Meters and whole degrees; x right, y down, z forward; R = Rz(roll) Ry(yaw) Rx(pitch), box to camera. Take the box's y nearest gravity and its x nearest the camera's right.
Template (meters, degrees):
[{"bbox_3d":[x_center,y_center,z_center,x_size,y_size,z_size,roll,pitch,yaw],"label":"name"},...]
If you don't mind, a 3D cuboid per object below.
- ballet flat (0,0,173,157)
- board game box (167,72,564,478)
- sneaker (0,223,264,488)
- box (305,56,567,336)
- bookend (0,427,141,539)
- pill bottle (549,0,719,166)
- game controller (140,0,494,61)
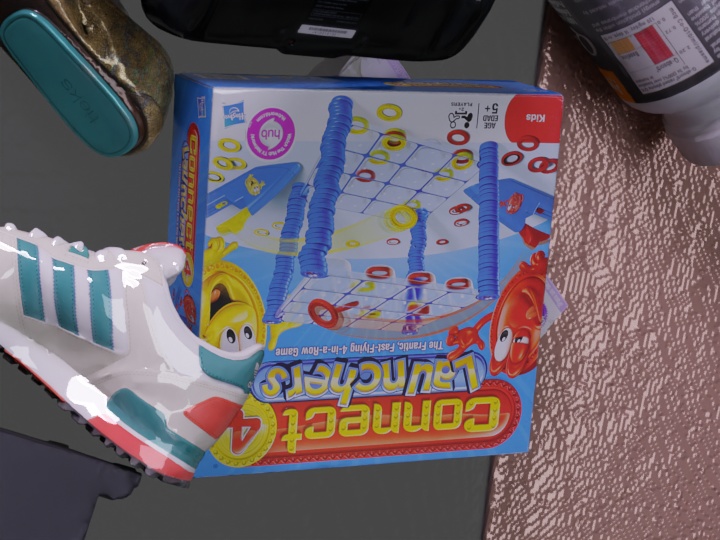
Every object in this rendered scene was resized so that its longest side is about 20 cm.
[{"bbox_3d":[-0.162,-0.142,0.838,0.200,0.071,0.071,49,67,-22],"label":"ballet flat"},{"bbox_3d":[0.000,0.000,0.904,0.199,0.056,0.197,-2,104,-25],"label":"board game box"},{"bbox_3d":[-0.133,0.010,0.821,0.200,0.070,0.093,40,83,-4],"label":"sneaker"},{"bbox_3d":[0.044,-0.042,0.976,0.039,0.041,0.200,-45,114,-21],"label":"box"},{"bbox_3d":[-0.230,0.153,0.779,0.199,0.092,0.200,21,82,-32],"label":"bookend"},{"bbox_3d":[0.175,-0.164,1.010,0.116,0.116,0.200,-49,114,-21],"label":"pill bottle"},{"bbox_3d":[-0.005,-0.142,0.788,0.199,0.104,0.042,0,52,-42],"label":"game controller"}]
